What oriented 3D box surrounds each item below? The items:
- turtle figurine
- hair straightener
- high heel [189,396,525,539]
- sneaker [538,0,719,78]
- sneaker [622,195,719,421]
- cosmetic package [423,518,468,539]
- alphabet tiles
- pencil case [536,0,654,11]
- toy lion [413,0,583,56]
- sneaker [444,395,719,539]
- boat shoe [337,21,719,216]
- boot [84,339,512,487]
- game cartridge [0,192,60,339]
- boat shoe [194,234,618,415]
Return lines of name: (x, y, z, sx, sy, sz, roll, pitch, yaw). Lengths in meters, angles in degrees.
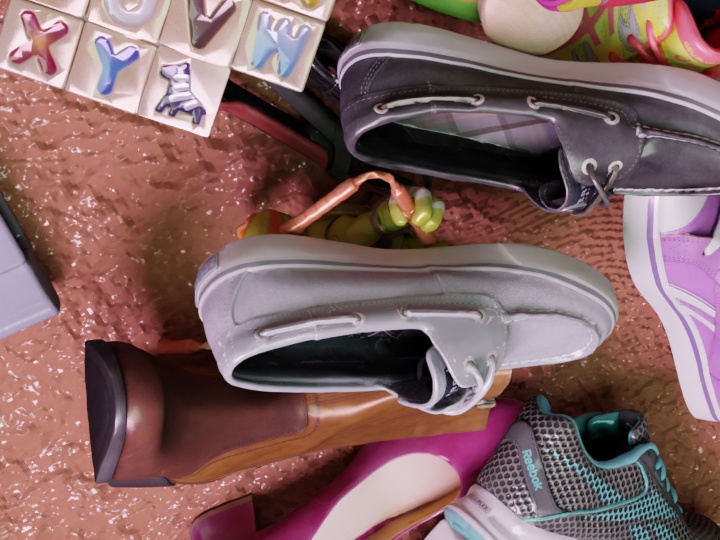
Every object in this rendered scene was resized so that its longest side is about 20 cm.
turtle figurine: (0.000, 0.000, 1.103, 0.161, 0.065, 0.200, 14, 146, -30)
hair straightener: (-0.032, -0.094, 1.047, 0.200, 0.041, 0.077, 33, 111, -31)
high heel: (0.006, 0.132, 1.179, 0.199, 0.096, 0.068, -19, 126, -1)
sneaker: (0.132, -0.109, 1.050, 0.078, 0.090, 0.200, 19, 119, -27)
sneaker: (0.202, 0.004, 1.130, 0.114, 0.073, 0.201, 6, 145, 32)
cosmetic package: (0.100, 0.264, 1.237, 0.200, 0.168, 0.167, 20, 118, -35)
alphabet tiles: (-0.081, -0.161, 0.966, 0.166, 0.006, 0.201, 19, 111, -4)
pencil case: (0.153, -0.159, 0.940, 0.199, 0.088, 0.089, -8, 126, -20)
toy lion: (0.043, -0.213, 0.979, 0.191, 0.069, 0.200, 21, 117, -18)
sneaker: (0.137, 0.119, 1.209, 0.200, 0.078, 0.091, 17, 102, -45)
boat shoe: (0.086, -0.056, 1.013, 0.199, 0.066, 0.070, 14, 144, -10)
boot: (-0.026, 0.066, 1.085, 0.199, 0.069, 0.188, -6, 161, -2)
game cartridge: (-0.236, -0.029, 1.043, 0.133, 0.041, 0.200, -22, 126, 5)
boat shoe: (0.025, 0.032, 1.025, 0.200, 0.072, 0.070, 4, 143, -20)
